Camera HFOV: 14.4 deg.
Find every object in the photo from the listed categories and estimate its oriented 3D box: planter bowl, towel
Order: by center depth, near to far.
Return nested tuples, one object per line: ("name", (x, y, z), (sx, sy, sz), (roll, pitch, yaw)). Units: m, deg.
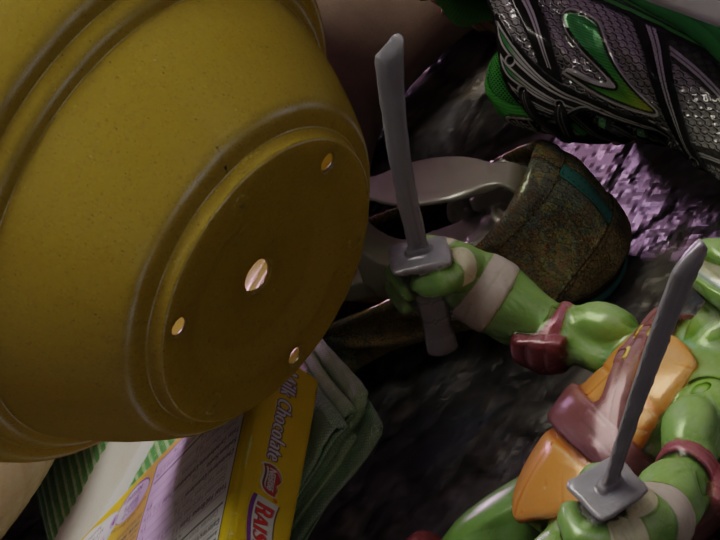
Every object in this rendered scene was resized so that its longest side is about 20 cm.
("planter bowl", (-0.056, -0.014, 0.824), (0.083, 0.201, 0.201), (30, 69, 28))
("towel", (-0.062, 0.056, 0.978), (0.153, 0.023, 0.200), (-59, 31, 19))

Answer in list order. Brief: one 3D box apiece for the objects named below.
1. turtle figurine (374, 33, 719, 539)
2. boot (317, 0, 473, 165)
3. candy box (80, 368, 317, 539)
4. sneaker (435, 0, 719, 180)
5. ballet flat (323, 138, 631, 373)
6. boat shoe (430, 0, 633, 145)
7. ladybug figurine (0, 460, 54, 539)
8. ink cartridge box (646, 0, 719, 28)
("turtle figurine", (0.033, 0.052, 0.803), (0.144, 0.200, 0.195), (35, 98, 28))
("boot", (0.027, -0.111, 1.134), (0.145, 0.070, 0.201), (-22, 44, 5))
("candy box", (-0.082, 0.119, 0.903), (0.200, 0.026, 0.103), (-46, 24, 37))
("sneaker", (0.097, -0.064, 0.952), (0.085, 0.078, 0.200), (-47, 56, 7))
("ballet flat", (0.000, 0.000, 1.009), (0.199, 0.071, 0.071), (-18, 36, 30))
("boat shoe", (0.051, -0.118, 1.065), (0.064, 0.072, 0.201), (-17, 50, -5))
("ladybug figurine", (-0.172, 0.062, 1.051), (0.200, 0.072, 0.136), (-39, 33, 37))
("ink cartridge box", (0.089, -0.155, 0.897), (0.145, 0.199, 0.085), (-85, 17, -57))
